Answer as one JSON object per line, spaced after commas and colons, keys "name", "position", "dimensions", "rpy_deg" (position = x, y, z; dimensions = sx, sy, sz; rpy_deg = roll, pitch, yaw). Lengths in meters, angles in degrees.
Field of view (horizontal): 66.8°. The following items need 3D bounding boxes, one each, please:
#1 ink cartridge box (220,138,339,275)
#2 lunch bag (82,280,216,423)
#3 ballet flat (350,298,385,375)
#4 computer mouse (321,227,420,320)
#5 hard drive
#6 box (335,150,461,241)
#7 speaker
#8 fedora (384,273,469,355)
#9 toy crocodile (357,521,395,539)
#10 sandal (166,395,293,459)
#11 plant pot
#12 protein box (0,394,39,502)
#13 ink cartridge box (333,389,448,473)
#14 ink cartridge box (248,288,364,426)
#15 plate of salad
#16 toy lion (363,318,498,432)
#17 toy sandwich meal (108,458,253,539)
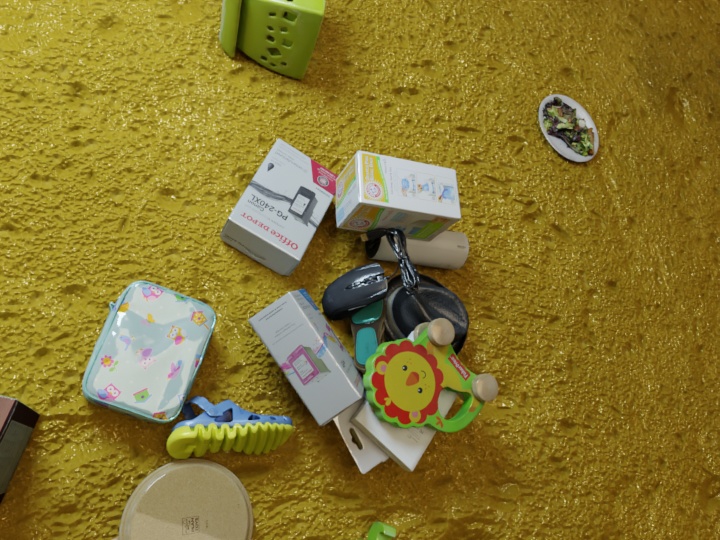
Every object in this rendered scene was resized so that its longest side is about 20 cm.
{"name": "ink cartridge box", "position": [-0.142, -0.114, 0.996], "dimensions": [0.145, 0.083, 0.200], "rpy_deg": [31, 61, -13]}
{"name": "lunch bag", "position": [-0.323, 0.121, 0.837], "dimensions": [0.160, 0.077, 0.200], "rpy_deg": [22, 64, -14]}
{"name": "ballet flat", "position": [0.019, 0.114, 0.987], "dimensions": [0.068, 0.072, 0.200], "rpy_deg": [-10, 43, 7]}
{"name": "computer mouse", "position": [0.000, 0.000, 0.969], "dimensions": [0.046, 0.200, 0.141], "rpy_deg": [22, 52, -58]}
{"name": "hard drive", "position": [0.089, 0.219, 0.937], "dimensions": [0.132, 0.026, 0.200], "rpy_deg": [44, 58, -7]}
{"name": "box", "position": [0.065, -0.130, 0.990], "dimensions": [0.200, 0.112, 0.102], "rpy_deg": [7, 68, -23]}
{"name": "speaker", "position": [0.112, -0.051, 1.091], "dimensions": [0.200, 0.081, 0.081], "rpy_deg": [7, 70, -21]}
{"name": "fedora", "position": [0.137, 0.083, 1.046], "dimensions": [0.200, 0.092, 0.201], "rpy_deg": [8, 69, -22]}
{"name": "toy crocodile", "position": [0.000, 0.497, 0.858], "dimensions": [0.067, 0.062, 0.200], "rpy_deg": [38, 62, -7]}
{"name": "sandal", "position": [-0.200, 0.238, 0.855], "dimensions": [0.200, 0.080, 0.087], "rpy_deg": [11, 35, -31]}
{"name": "plant pot", "position": [-0.176, -0.528, 1.069], "dimensions": [0.181, 0.199, 0.200], "rpy_deg": [6, 70, -16]}
{"name": "protein box", "position": [-0.524, 0.203, 0.646], "dimensions": [0.198, 0.200, 0.135], "rpy_deg": [20, 65, -17]}
{"name": "ink cartridge box", "position": [0.042, 0.254, 0.959], "dimensions": [0.200, 0.067, 0.116], "rpy_deg": [-26, 84, -30]}
{"name": "ink cartridge box", "position": [-0.079, 0.135, 0.893], "dimensions": [0.085, 0.145, 0.200], "rpy_deg": [-33, 88, 3]}
{"name": "plate of salad", "position": [0.551, -0.377, 1.423], "dimensions": [0.200, 0.048, 0.200], "rpy_deg": [8, 70, -21]}
{"name": "toy lion", "position": [0.108, 0.190, 0.906], "dimensions": [0.192, 0.069, 0.200], "rpy_deg": [-43, 97, -26]}
{"name": "toy sandwich meal", "position": [-0.255, 0.377, 0.787], "dimensions": [0.205, 0.070, 0.206], "rpy_deg": [13, 56, -20]}
